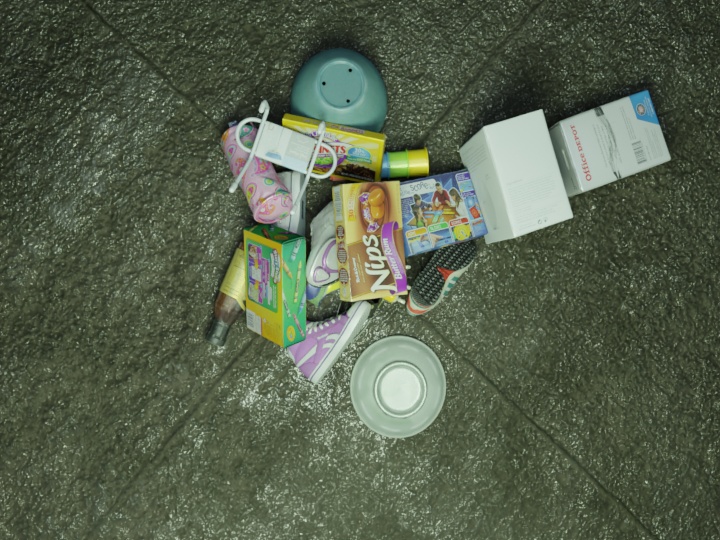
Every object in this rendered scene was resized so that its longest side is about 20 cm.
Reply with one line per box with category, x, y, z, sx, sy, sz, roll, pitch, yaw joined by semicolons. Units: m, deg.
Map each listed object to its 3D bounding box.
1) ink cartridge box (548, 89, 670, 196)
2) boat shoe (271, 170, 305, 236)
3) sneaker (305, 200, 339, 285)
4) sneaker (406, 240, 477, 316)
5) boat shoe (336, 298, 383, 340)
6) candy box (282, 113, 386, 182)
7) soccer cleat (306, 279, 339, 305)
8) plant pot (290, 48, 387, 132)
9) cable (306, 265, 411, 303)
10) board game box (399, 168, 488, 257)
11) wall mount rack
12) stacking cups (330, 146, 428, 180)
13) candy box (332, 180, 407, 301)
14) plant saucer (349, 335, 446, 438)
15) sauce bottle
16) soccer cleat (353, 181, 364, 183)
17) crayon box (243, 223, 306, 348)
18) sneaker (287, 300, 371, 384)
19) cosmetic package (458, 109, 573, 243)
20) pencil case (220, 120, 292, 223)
ink cartridge box;0.492;-0.252;1.338;0.196;0.084;0.148;-19;90;-5
boat shoe;-0.144;-0.096;1.299;0.064;0.074;0.205;-1;71;9
sneaker;-0.059;-0.054;1.245;0.075;0.098;0.203;52;51;-37
sneaker;0.153;0.013;1.323;0.070;0.094;0.200;39;59;7
boat shoe;0.009;0.049;1.312;0.071;0.061;0.204;28;87;-3
candy box;-0.053;-0.226;1.258;0.195;0.027;0.104;13;130;6
soccer cleat;-0.037;-0.015;1.312;0.199;0.065;0.084;-42;117;-7
plant pot;-0.040;-0.337;1.279;0.195;0.135;0.206;0;88;-3
cable;0.000;0.000;1.251;0.195;0.050;0.100;9;89;-12
board game box;0.144;-0.112;1.285;0.196;0.034;0.139;-14;84;-30
wall mount rack;-0.145;-0.199;1.193;0.196;0.075;0.178;19;88;0
stacking cups;0.036;-0.204;1.326;0.195;0.061;0.062;-6;89;1
candy box;0.016;-0.053;1.188;0.114;0.056;0.206;-5;93;-24
plant saucer;0.076;0.232;1.319;0.195;0.050;0.206;0;89;-3
sauce bottle;-0.244;0.046;1.295;0.065;0.066;0.204;23;90;-3
soccer cleat;0.070;-0.128;1.308;0.195;0.084;0.066;15;88;-4
crayon box;-0.159;0.026;1.240;0.058;0.117;0.205;-17;117;-42
sneaker;-0.071;0.112;1.276;0.114;0.072;0.202;42;109;10
cosmetic package;0.288;-0.171;1.265;0.120;0.199;0.205;-18;91;-4
pencil case;-0.197;-0.186;1.260;0.086;0.088;0.203;-26;64;-3
